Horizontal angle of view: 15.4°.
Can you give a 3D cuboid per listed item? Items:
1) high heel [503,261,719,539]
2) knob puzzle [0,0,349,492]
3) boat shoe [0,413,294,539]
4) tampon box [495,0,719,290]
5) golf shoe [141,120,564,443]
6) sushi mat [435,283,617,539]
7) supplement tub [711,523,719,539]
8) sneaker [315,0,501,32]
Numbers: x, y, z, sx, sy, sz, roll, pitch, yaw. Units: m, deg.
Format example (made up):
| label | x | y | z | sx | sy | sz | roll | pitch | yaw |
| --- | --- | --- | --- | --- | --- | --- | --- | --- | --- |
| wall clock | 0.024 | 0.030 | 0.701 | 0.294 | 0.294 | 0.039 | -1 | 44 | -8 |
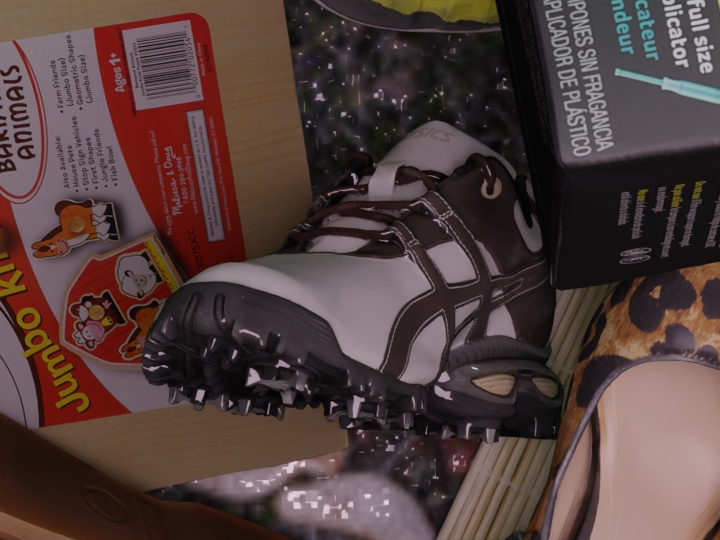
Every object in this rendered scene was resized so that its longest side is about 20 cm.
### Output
| label | x | y | z | sx | sy | sz | roll | pitch | yaw |
| --- | --- | --- | --- | --- | --- | --- | --- | --- | --- |
| high heel | 0.080 | 0.080 | 0.741 | 0.071 | 0.143 | 0.200 | 25 | 125 | -9 |
| knob puzzle | -0.113 | -0.012 | 0.817 | 0.218 | 0.030 | 0.221 | -2 | 113 | -4 |
| boat shoe | -0.094 | 0.093 | 0.807 | 0.199 | 0.070 | 0.071 | 27 | 107 | -15 |
| tampon box | 0.132 | -0.096 | 0.674 | 0.199 | 0.126 | 0.151 | -11 | 77 | 1 |
| golf shoe | 0.000 | 0.000 | 0.773 | 0.077 | 0.200 | 0.095 | 5 | 87 | 24 |
| sushi mat | 0.095 | 0.044 | 0.867 | 0.095 | 0.012 | 0.201 | 24 | 93 | -9 |
| supplement tub | 0.191 | 0.079 | 0.816 | 0.145 | 0.145 | 0.200 | 35 | 90 | -10 |
| sneaker | 0.058 | -0.107 | 0.815 | 0.199 | 0.085 | 0.075 | 15 | 118 | -30 |
